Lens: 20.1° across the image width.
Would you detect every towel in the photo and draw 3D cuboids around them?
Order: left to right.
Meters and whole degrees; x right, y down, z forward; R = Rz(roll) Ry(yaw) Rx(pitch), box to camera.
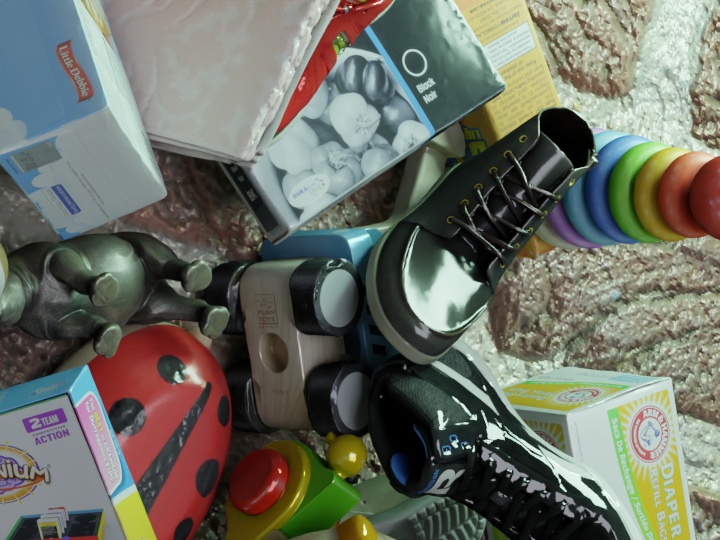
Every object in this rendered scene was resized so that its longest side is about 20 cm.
[{"bbox_3d":[-0.098,-0.162,1.175,0.201,0.190,0.032,-64,149,-16],"label":"towel"}]

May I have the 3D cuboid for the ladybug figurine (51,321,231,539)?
[{"bbox_3d":[-0.140,0.119,1.217,0.136,0.072,0.201,38,70,-30],"label":"ladybug figurine"}]

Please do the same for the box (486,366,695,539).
[{"bbox_3d":[0.159,0.177,1.410,0.101,0.112,0.202,-15,99,-34],"label":"box"}]

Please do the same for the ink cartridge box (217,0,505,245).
[{"bbox_3d":[-0.034,-0.149,1.265,0.198,0.043,0.201,-35,90,-30],"label":"ink cartridge box"}]

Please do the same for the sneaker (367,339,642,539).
[{"bbox_3d":[0.076,0.133,1.219,0.200,0.073,0.112,46,29,14],"label":"sneaker"}]

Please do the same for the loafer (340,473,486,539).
[{"bbox_3d":[-0.016,0.182,1.317,0.199,0.070,0.076,-17,117,-20],"label":"loafer"}]

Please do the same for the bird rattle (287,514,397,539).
[{"bbox_3d":[-0.011,0.215,1.221,0.163,0.199,0.113,49,30,-32],"label":"bird rattle"}]

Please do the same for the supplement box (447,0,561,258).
[{"bbox_3d":[0.092,-0.110,1.379,0.069,0.066,0.201,-33,109,-30],"label":"supplement box"}]

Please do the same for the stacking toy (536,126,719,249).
[{"bbox_3d":[0.190,-0.051,1.289,0.085,0.199,0.086,-3,95,-32],"label":"stacking toy"}]

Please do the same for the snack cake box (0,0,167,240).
[{"bbox_3d":[-0.176,-0.133,1.095,0.067,0.115,0.201,-22,66,3],"label":"snack cake box"}]

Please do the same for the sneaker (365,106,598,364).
[{"bbox_3d":[0.075,-0.031,1.247,0.075,0.106,0.200,42,39,-11],"label":"sneaker"}]

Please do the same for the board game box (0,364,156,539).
[{"bbox_3d":[-0.190,0.169,1.145,0.040,0.152,0.201,-69,142,-70],"label":"board game box"}]

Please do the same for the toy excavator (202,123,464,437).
[{"bbox_3d":[0.000,0.000,1.314,0.199,0.099,0.196,-16,101,-48],"label":"toy excavator"}]

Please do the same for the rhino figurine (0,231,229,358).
[{"bbox_3d":[-0.171,0.013,1.165,0.199,0.087,0.060,-5,112,-49],"label":"rhino figurine"}]

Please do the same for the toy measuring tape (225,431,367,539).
[{"bbox_3d":[-0.073,0.164,1.237,0.200,0.074,0.074,-43,120,12],"label":"toy measuring tape"}]

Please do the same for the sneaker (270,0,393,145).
[{"bbox_3d":[-0.030,-0.154,1.195,0.077,0.085,0.200,41,62,-8],"label":"sneaker"}]

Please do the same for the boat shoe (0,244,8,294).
[{"bbox_3d":[-0.266,0.054,1.067,0.071,0.069,0.200,40,109,8],"label":"boat shoe"}]
